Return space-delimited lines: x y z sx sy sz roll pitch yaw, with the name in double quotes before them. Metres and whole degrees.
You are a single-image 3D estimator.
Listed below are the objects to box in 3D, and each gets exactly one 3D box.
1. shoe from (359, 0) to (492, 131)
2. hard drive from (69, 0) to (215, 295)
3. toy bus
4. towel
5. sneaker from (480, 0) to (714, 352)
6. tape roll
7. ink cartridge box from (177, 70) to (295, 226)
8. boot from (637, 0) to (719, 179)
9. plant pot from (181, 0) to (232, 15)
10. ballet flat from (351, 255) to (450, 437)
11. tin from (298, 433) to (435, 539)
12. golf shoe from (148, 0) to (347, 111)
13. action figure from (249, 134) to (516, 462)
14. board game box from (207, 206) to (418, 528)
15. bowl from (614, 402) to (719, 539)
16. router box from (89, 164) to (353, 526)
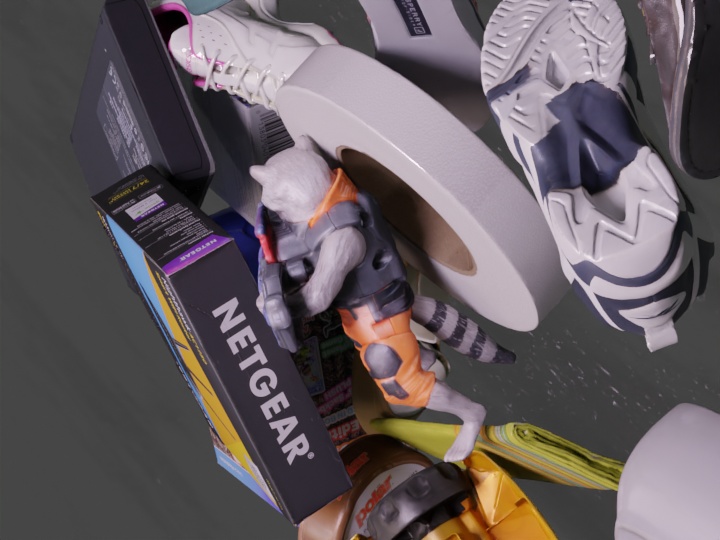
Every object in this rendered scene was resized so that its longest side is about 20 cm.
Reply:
"shoe" 0.035 -0.161 1.050 0.200 0.071 0.091 63 -151 -56
"hard drive" -0.156 -0.082 1.325 0.140 0.033 0.200 66 157 15
"toy bus" 0.046 0.221 1.224 0.136 0.200 0.192 54 -176 15
"towel" 0.083 0.110 1.196 0.086 0.018 0.200 27 167 -21
"sneaker" 0.121 -0.046 0.951 0.130 0.079 0.199 64 -177 -50
"tape roll" 0.035 -0.046 1.086 0.203 0.037 0.203 41 170 9
"ink cartridge box" -0.105 -0.119 1.395 0.200 0.050 0.109 41 147 46
"boot" 0.126 -0.159 0.873 0.174 0.069 0.201 43 144 52
"plant pot" -0.090 -0.257 1.081 0.188 0.200 0.200 56 159 -13
"ballet flat" 0.029 0.046 1.251 0.063 0.069 0.200 31 141 36
"tin" 0.025 0.198 1.315 0.042 0.112 0.200 18 147 39
"golf shoe" -0.070 -0.134 1.259 0.200 0.091 0.076 42 145 40
"action figure" 0.000 0.000 1.140 0.194 0.104 0.200 55 -170 -25
"board game box" -0.050 0.066 1.394 0.159 0.097 0.201 27 136 55
"bowl" 0.208 0.190 1.003 0.200 0.074 0.200 30 139 51
"router box" -0.088 0.045 1.204 0.149 0.051 0.200 38 157 58
